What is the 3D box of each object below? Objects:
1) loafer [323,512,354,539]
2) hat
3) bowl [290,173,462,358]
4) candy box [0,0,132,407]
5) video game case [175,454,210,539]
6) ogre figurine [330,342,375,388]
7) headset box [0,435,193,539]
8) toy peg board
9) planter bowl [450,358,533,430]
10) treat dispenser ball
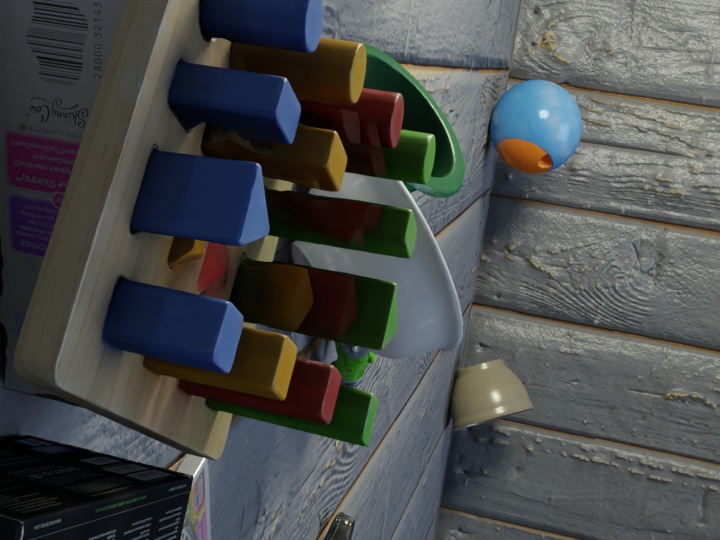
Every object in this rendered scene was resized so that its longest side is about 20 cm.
[{"bbox_3d":[-0.024,0.399,1.309,0.073,0.071,0.203,11,89,-77],"label":"loafer"},{"bbox_3d":[-0.011,-0.094,1.041,0.199,0.175,0.167,34,37,-30],"label":"hat"},{"bbox_3d":[0.000,0.000,0.932,0.090,0.202,0.202,-28,149,-13],"label":"bowl"},{"bbox_3d":[-0.104,-0.060,0.521,0.168,0.071,0.203,-54,152,-65],"label":"candy box"},{"bbox_3d":[-0.145,0.241,0.718,0.201,0.018,0.145,-63,160,-55],"label":"video game case"},{"bbox_3d":[0.009,0.028,1.108,0.201,0.098,0.120,-52,178,-12],"label":"ogre figurine"},{"bbox_3d":[-0.154,0.178,0.427,0.174,0.092,0.203,26,75,-78],"label":"headset box"},{"bbox_3d":[-0.035,-0.022,0.468,0.199,0.097,0.202,63,39,-70],"label":"toy peg board"},{"bbox_3d":[0.301,0.292,2.580,0.200,0.198,0.136,41,32,-77],"label":"planter bowl"},{"bbox_3d":[0.382,-0.313,2.340,0.201,0.198,0.204,11,90,-78],"label":"treat dispenser ball"}]
